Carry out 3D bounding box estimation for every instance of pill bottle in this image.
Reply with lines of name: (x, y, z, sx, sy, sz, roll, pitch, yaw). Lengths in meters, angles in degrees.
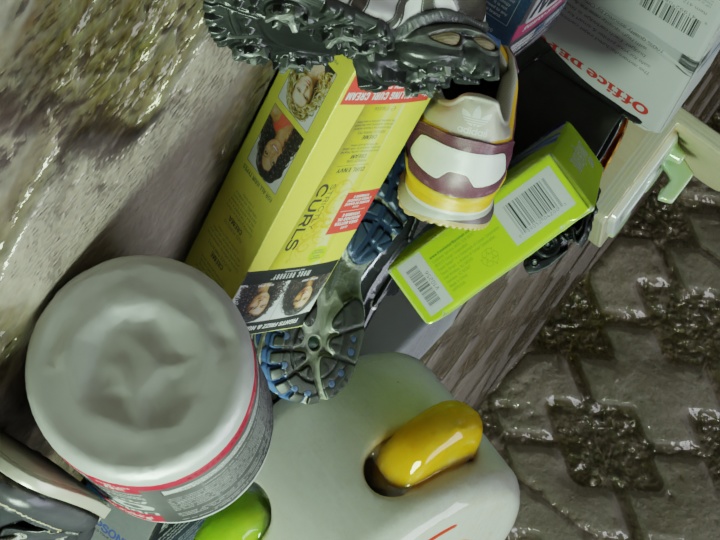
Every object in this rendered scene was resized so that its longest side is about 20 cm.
pill bottle: (-0.102, 0.071, 0.953, 0.111, 0.110, 0.200, -51, 169, -11)

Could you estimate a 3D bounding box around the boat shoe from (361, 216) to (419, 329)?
boat shoe: (0.000, 0.000, 1.205, 0.066, 0.070, 0.201, 40, 74, -41)

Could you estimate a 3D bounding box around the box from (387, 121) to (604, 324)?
box: (0.090, -0.034, 1.148, 0.122, 0.048, 0.200, -36, -177, 14)

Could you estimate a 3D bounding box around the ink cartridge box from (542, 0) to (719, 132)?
ink cartridge box: (0.195, -0.208, 1.284, 0.086, 0.146, 0.200, -51, 170, -23)

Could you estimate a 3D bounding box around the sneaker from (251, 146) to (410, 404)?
sneaker: (-0.028, -0.021, 1.133, 0.085, 0.077, 0.201, 9, -105, 61)

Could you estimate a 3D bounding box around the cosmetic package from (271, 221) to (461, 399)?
cosmetic package: (-0.005, 0.037, 1.323, 0.200, 0.101, 0.074, -42, 163, -44)

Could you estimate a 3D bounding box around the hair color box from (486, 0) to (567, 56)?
hair color box: (0.120, -0.227, 1.121, 0.100, 0.060, 0.201, -43, 165, -49)

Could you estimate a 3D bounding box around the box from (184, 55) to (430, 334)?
box: (-0.028, -0.052, 1.001, 0.075, 0.050, 0.201, -7, 137, -44)

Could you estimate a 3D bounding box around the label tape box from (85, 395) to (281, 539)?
label tape box: (-0.136, 0.155, 1.222, 0.144, 0.063, 0.201, -38, 160, -56)

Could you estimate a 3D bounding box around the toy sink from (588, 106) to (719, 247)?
toy sink: (0.193, -0.097, 1.500, 0.112, 0.200, 0.130, -53, 171, -3)

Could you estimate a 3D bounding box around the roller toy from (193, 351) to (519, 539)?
roller toy: (0.007, 0.156, 1.185, 0.200, 0.140, 0.182, -42, 156, 5)

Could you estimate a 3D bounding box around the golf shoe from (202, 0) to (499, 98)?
golf shoe: (-0.006, -0.138, 0.852, 0.200, 0.077, 0.095, 5, 83, -60)

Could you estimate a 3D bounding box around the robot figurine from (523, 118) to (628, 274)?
robot figurine: (0.132, -0.097, 1.410, 0.201, 0.144, 0.058, -61, 172, 0)

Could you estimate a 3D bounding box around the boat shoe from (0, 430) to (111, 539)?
boat shoe: (-0.172, 0.127, 0.943, 0.063, 0.072, 0.200, -55, 175, -10)

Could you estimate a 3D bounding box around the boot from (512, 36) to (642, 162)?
boot: (0.083, -0.068, 1.265, 0.201, 0.138, 0.077, -55, 170, 17)

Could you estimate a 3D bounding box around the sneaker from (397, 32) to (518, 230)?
sneaker: (0.058, -0.108, 1.053, 0.200, 0.074, 0.091, -97, -160, -55)
